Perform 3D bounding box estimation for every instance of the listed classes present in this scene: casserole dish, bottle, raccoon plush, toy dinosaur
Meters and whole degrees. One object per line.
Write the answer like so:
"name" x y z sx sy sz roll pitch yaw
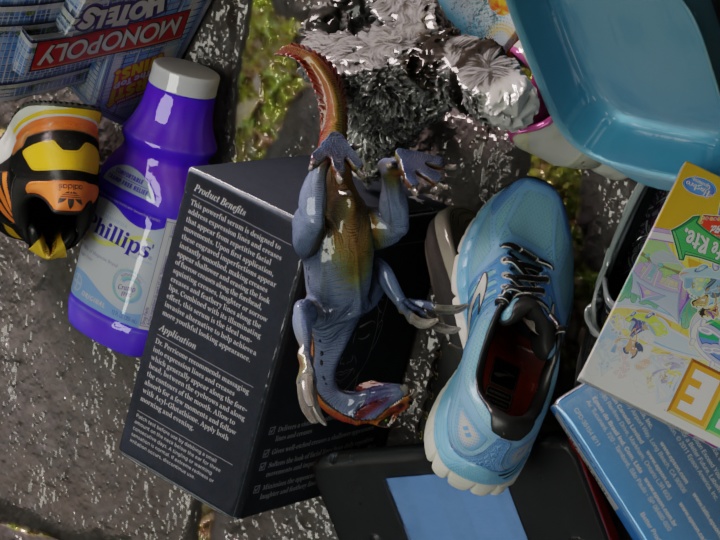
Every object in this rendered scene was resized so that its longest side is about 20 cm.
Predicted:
"casserole dish" 0.149 -0.120 1.367 0.121 0.200 0.039 14 60 31
"bottle" -0.142 -0.044 1.706 0.083 0.065 0.200 27 111 31
"raccoon plush" 0.036 -0.087 1.505 0.200 0.097 0.134 47 167 44
"toy dinosaur" 0.000 0.000 1.465 0.182 0.105 0.200 108 155 -46

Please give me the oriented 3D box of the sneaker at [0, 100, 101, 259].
"sneaker" -0.221 -0.043 1.709 0.200 0.070 0.090 130 141 -64

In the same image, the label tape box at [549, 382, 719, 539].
"label tape box" 0.230 0.085 1.420 0.200 0.063 0.144 -32 83 -1

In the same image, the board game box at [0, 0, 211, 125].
"board game box" -0.178 -0.173 1.666 0.062 0.200 0.200 44 133 27

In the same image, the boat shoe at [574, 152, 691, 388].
"boat shoe" 0.164 0.015 1.481 0.070 0.071 0.201 31 112 30

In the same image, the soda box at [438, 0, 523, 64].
"soda box" 0.055 -0.216 1.542 0.200 0.064 0.068 51 121 22

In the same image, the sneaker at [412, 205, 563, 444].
"sneaker" 0.060 0.066 1.562 0.106 0.075 0.200 -24 82 35

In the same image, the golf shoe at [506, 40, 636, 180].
"golf shoe" 0.139 -0.149 1.452 0.075 0.091 0.200 -115 33 -67

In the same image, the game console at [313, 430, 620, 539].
"game console" 0.078 0.184 1.550 0.200 0.031 0.177 -8 116 36

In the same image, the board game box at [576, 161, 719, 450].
"board game box" 0.238 0.044 1.372 0.200 0.034 0.135 26 87 4

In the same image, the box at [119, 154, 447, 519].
"box" -0.049 0.038 1.595 0.107 0.148 0.200 27 110 31

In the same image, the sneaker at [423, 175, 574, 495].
"sneaker" 0.097 0.030 1.461 0.090 0.078 0.200 128 156 -58
